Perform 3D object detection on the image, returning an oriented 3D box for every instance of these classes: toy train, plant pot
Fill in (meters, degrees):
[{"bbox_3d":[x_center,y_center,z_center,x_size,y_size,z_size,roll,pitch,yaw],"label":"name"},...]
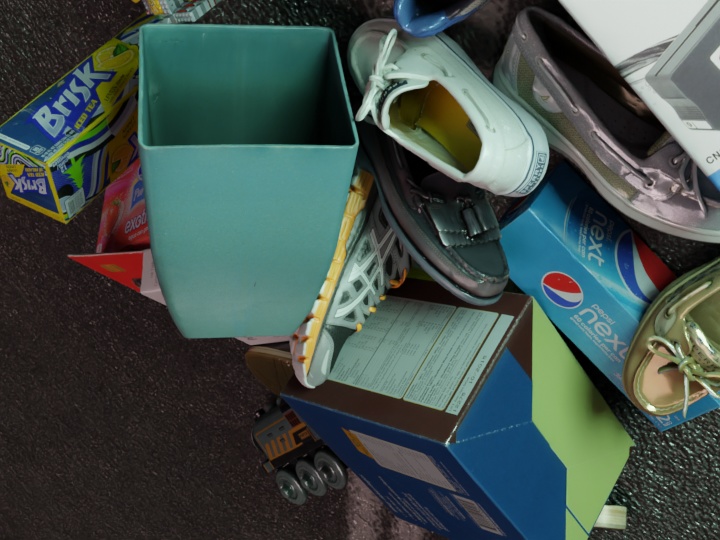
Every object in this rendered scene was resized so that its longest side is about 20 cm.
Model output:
[{"bbox_3d":[-0.054,0.181,1.194,0.115,0.085,0.200,55,146,1],"label":"toy train"},{"bbox_3d":[-0.089,-0.053,0.798,0.138,0.143,0.202,-1,134,-10],"label":"plant pot"}]

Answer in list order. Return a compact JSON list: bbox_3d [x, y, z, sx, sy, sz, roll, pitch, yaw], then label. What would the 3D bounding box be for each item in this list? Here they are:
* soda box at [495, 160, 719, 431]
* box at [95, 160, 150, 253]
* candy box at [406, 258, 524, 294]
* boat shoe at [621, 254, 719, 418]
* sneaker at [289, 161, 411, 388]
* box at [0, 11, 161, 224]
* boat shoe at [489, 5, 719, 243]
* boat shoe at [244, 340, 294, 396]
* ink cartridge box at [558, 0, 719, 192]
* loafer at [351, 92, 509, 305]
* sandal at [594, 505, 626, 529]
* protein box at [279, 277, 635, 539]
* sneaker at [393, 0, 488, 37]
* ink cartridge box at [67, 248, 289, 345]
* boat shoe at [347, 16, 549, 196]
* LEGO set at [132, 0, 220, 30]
[{"bbox_3d":[0.188,0.021,0.810,0.200,0.064,0.068,44,144,-4],"label":"soda box"},{"bbox_3d":[-0.150,-0.058,0.986,0.101,0.096,0.199,17,158,-32],"label":"box"},{"bbox_3d":[0.050,-0.003,0.945,0.197,0.026,0.103,21,137,26],"label":"candy box"},{"bbox_3d":[0.241,0.029,0.713,0.073,0.063,0.201,34,120,-1],"label":"boat shoe"},{"bbox_3d":[0.000,0.000,0.868,0.076,0.203,0.078,21,179,-17],"label":"sneaker"},{"bbox_3d":[-0.208,-0.130,0.902,0.069,0.200,0.065,22,140,23],"label":"box"},{"bbox_3d":[0.174,-0.093,0.700,0.201,0.074,0.065,39,150,14],"label":"boat shoe"},{"bbox_3d":[-0.021,0.096,1.079,0.198,0.066,0.072,9,138,32],"label":"boat shoe"},{"bbox_3d":[0.209,-0.144,0.575,0.200,0.084,0.144,47,127,-7],"label":"ink cartridge box"},{"bbox_3d":[0.050,-0.067,0.794,0.201,0.071,0.063,58,134,29],"label":"loafer"},{"bbox_3d":[0.149,0.203,1.047,0.208,0.071,0.078,1,166,20],"label":"sandal"},{"bbox_3d":[0.080,0.123,0.902,0.198,0.136,0.199,9,146,49],"label":"protein box"},{"bbox_3d":[0.081,-0.206,0.655,0.077,0.085,0.200,40,144,0],"label":"sneaker"},{"bbox_3d":[-0.145,0.026,1.014,0.173,0.046,0.200,-7,161,23],"label":"ink cartridge box"},{"bbox_3d":[0.032,-0.114,0.726,0.202,0.085,0.075,50,124,38],"label":"boat shoe"},{"bbox_3d":[-0.165,-0.262,0.796,0.152,0.116,0.202,14,136,33],"label":"LEGO set"}]
